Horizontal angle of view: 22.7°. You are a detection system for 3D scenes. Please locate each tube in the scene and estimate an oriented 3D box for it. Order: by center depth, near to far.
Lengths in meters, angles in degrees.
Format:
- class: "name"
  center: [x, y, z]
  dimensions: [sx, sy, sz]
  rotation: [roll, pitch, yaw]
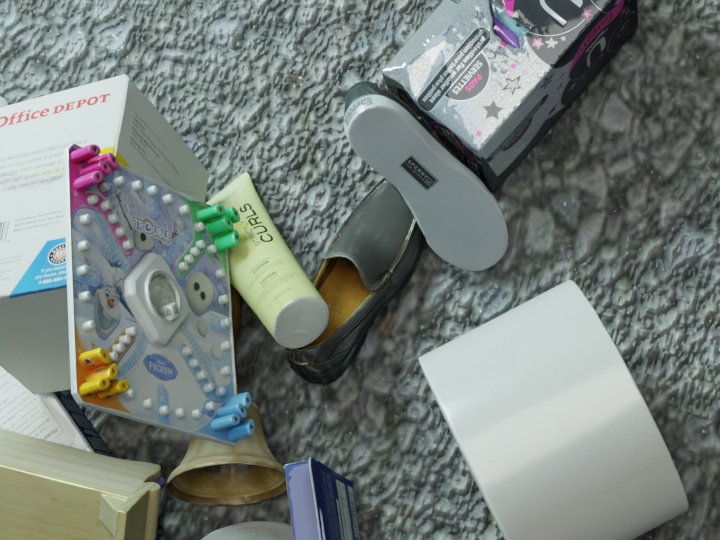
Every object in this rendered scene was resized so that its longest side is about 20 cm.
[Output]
- class: "tube"
  center: [-0.090, -0.010, 1.502]
  dimensions: [0.057, 0.052, 0.200]
  rotation: [-3, 34, -27]

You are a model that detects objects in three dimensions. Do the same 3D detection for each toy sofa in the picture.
- class: "toy sofa"
  center: [-0.260, 0.192, 1.443]
  dimensions: [0.198, 0.098, 0.084]
  rotation: [12, 107, 12]

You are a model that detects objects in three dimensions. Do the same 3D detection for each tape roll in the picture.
- class: "tape roll"
  center: [0.148, 0.127, 1.394]
  dimensions: [0.138, 0.203, 0.204]
  rotation: [-26, 75, 0]

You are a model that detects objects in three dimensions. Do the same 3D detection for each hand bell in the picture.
- class: "hand bell"
  center: [-0.115, 0.087, 1.512]
  dimensions: [0.103, 0.104, 0.202]
  rotation: [-7, 64, 6]

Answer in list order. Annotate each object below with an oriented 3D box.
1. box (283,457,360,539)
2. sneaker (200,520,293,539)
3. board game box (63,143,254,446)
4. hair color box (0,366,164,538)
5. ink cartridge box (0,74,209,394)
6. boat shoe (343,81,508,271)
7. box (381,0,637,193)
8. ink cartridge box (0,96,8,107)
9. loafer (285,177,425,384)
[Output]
- class: "box"
  center: [-0.027, 0.216, 1.398]
  dimensions: [0.032, 0.200, 0.122]
  rotation: [-10, 76, 6]
- class: "sneaker"
  center: [-0.128, 0.282, 1.471]
  dimensions: [0.199, 0.100, 0.071]
  rotation: [-29, 56, -31]
- class: "board game box"
  center: [-0.151, 0.020, 1.379]
  dimensions: [0.026, 0.199, 0.202]
  rotation: [-16, 68, 29]
- class: "hair color box"
  center: [-0.265, 0.170, 1.512]
  dimensions: [0.100, 0.061, 0.201]
  rotation: [-37, 75, 1]
- class: "ink cartridge box"
  center: [-0.228, -0.028, 1.462]
  dimensions: [0.146, 0.145, 0.202]
  rotation: [-10, 54, 23]
- class: "boat shoe"
  center: [0.056, -0.081, 1.485]
  dimensions: [0.068, 0.200, 0.057]
  rotation: [-34, 32, 14]
- class: "box"
  center: [0.130, -0.186, 1.500]
  dimensions: [0.115, 0.132, 0.200]
  rotation: [39, 86, 15]
- class: "ink cartridge box"
  center: [-0.423, -0.145, 1.569]
  dimensions: [0.068, 0.199, 0.117]
  rotation: [12, 75, 54]
- class: "loafer"
  center: [0.000, 0.000, 1.508]
  dimensions: [0.072, 0.072, 0.201]
  rotation: [24, 81, 13]
